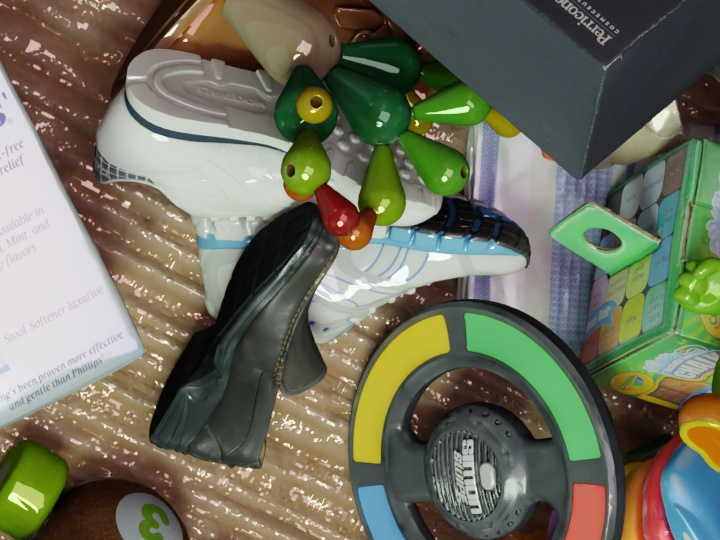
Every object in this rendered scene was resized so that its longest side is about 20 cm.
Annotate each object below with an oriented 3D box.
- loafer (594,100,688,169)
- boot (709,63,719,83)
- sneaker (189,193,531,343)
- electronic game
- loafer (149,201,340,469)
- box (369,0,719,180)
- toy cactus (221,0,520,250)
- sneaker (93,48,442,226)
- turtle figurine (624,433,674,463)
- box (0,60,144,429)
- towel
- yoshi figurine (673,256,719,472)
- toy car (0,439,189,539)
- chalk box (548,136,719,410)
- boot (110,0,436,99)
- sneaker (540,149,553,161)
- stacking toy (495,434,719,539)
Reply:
[{"bbox_3d":[0.167,-0.159,1.508,0.068,0.076,0.201,4,96,7],"label":"loafer"},{"bbox_3d":[0.244,-0.159,1.502,0.069,0.174,0.201,-27,102,33],"label":"boot"},{"bbox_3d":[0.000,0.000,1.505,0.199,0.075,0.087,2,109,3],"label":"sneaker"},{"bbox_3d":[0.070,0.116,1.485,0.042,0.199,0.201,-10,102,-48],"label":"electronic game"},{"bbox_3d":[-0.050,0.039,1.457,0.072,0.073,0.200,25,134,-11],"label":"loafer"},{"bbox_3d":[0.110,-0.185,1.345,0.182,0.104,0.200,-38,68,-24],"label":"box"},{"bbox_3d":[-0.005,-0.103,1.391,0.165,0.102,0.200,41,46,10],"label":"toy cactus"},{"bbox_3d":[-0.051,-0.061,1.445,0.199,0.077,0.081,17,128,-16],"label":"sneaker"},{"bbox_3d":[0.243,0.189,1.573,0.149,0.101,0.201,-21,93,-18],"label":"turtle figurine"},{"bbox_3d":[-0.212,-0.033,1.392,0.105,0.184,0.201,-27,102,-6],"label":"box"},{"bbox_3d":[0.154,-0.020,1.561,0.199,0.024,0.148,1,95,-15],"label":"towel"},{"bbox_3d":[0.235,0.005,1.373,0.112,0.112,0.201,27,60,-2],"label":"yoshi figurine"},{"bbox_3d":[-0.147,0.206,1.430,0.164,0.200,0.158,33,90,-15],"label":"toy car"},{"bbox_3d":[0.207,0.010,1.487,0.199,0.124,0.124,16,70,-16],"label":"chalk box"},{"bbox_3d":[-0.032,-0.124,1.486,0.200,0.077,0.155,-45,109,-11],"label":"boot"},{"bbox_3d":[0.101,-0.154,1.464,0.075,0.085,0.201,-2,66,-18],"label":"sneaker"},{"bbox_3d":[0.151,0.159,1.512,0.110,0.199,0.117,-38,108,-47],"label":"stacking toy"}]
